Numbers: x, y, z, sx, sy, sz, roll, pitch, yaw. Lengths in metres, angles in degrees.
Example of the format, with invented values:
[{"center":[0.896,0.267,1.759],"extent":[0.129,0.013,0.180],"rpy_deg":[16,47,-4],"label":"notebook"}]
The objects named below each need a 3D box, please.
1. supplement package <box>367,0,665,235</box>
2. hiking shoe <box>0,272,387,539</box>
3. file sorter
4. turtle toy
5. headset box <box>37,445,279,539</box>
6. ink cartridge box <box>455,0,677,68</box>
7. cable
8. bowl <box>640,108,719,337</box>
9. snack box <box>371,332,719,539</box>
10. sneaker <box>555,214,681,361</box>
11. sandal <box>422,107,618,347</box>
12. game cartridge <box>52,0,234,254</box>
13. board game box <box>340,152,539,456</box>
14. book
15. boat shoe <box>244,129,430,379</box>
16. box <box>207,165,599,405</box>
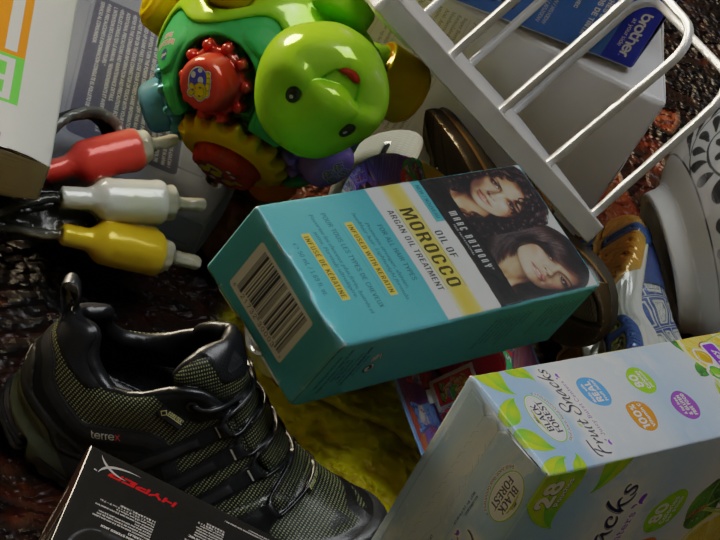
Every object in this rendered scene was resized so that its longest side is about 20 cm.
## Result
[{"center":[0.078,-0.134,1.326],"extent":[0.199,0.122,0.120],"rpy_deg":[25,35,-11],"label":"supplement package"},{"center":[-0.067,0.079,0.980],"extent":[0.199,0.101,0.076],"rpy_deg":[25,37,-10],"label":"hiking shoe"},{"center":[0.090,-0.145,1.136],"extent":[0.200,0.124,0.139],"rpy_deg":[44,10,-35],"label":"file sorter"},{"center":[-0.043,-0.097,1.099],"extent":[0.145,0.200,0.102],"rpy_deg":[32,70,-20],"label":"turtle toy"},{"center":[-0.085,0.189,0.858],"extent":[0.148,0.077,0.201],"rpy_deg":[26,37,-8],"label":"headset box"},{"center":[0.117,-0.208,1.275],"extent":[0.199,0.077,0.137],"rpy_deg":[20,37,-20],"label":"ink cartridge box"},{"center":[-0.173,-0.038,1.048],"extent":[0.199,0.050,0.098],"rpy_deg":[-5,77,-35],"label":"cable"},{"center":[0.227,-0.013,1.283],"extent":[0.093,0.202,0.202],"rpy_deg":[-12,46,-2],"label":"bowl"},{"center":[0.101,0.118,1.005],"extent":[0.199,0.169,0.068],"rpy_deg":[-7,47,-41],"label":"snack box"},{"center":[0.157,0.047,1.234],"extent":[0.088,0.075,0.201],"rpy_deg":[46,28,-21],"label":"sneaker"},{"center":[0.097,-0.029,1.221],"extent":[0.054,0.082,0.200],"rpy_deg":[-18,37,-25],"label":"sandal"},{"center":[-0.127,-0.092,1.195],"extent":[0.132,0.041,0.201],"rpy_deg":[19,38,-13],"label":"game cartridge"},{"center":[0.064,0.023,1.125],"extent":[0.158,0.039,0.202],"rpy_deg":[-10,78,-58],"label":"board game box"},{"center":[-0.214,-0.130,1.076],"extent":[0.132,0.048,0.201],"rpy_deg":[15,44,-16],"label":"book"},{"center":[0.000,0.000,1.157],"extent":[0.200,0.071,0.062],"rpy_deg":[-58,134,-44],"label":"boat shoe"},{"center":[0.025,0.003,1.026],"extent":[0.199,0.049,0.083],"rpy_deg":[-12,62,-48],"label":"box"}]
